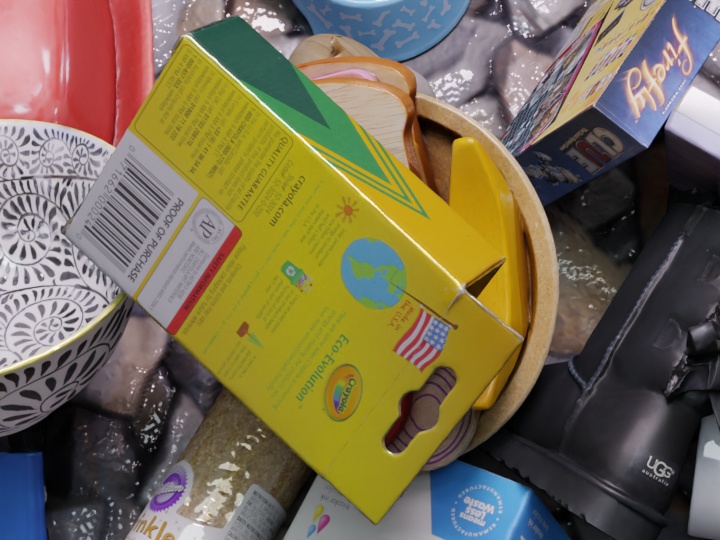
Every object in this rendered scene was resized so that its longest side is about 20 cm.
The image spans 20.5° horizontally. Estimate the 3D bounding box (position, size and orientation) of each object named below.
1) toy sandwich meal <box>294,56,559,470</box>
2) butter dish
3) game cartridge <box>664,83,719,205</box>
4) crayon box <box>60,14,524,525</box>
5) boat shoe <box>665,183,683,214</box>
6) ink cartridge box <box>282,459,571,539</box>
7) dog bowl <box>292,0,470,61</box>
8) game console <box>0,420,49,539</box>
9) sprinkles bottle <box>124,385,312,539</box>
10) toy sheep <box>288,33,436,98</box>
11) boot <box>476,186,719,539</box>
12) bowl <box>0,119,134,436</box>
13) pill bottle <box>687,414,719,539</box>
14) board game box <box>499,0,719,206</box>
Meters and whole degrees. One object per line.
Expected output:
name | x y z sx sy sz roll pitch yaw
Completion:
toy sandwich meal | 0.000 0.000 0.940 0.203 0.070 0.208 3 98 22
butter dish | -0.222 -0.122 1.098 0.197 0.148 0.202 -6 67 6
game cartridge | 0.233 -0.014 0.933 0.199 0.130 0.039 31 92 13
crayon box | -0.026 0.000 0.889 0.200 0.051 0.127 43 121 9
boat shoe | 0.258 -0.028 1.035 0.198 0.071 0.064 5 69 11
ink cartridge box | 0.004 0.188 0.966 0.115 0.067 0.201 17 69 32
dog bowl | -0.026 -0.203 1.158 0.199 0.050 0.112 32 75 19
game console | -0.256 0.104 1.078 0.198 0.119 0.171 -1 36 6
sprinkles bottle | -0.078 0.130 1.015 0.068 0.068 0.201 27 74 17
toy sheep | -0.007 -0.035 1.045 0.136 0.138 0.202 -11 69 3
boot | 0.127 0.036 0.966 0.163 0.073 0.198 -59 27 -2
bowl | -0.193 0.021 0.997 0.198 0.095 0.202 -5 41 4
pill bottle | 0.262 0.101 0.957 0.198 0.112 0.113 7 68 10
board game box | 0.131 -0.103 1.016 0.034 0.200 0.136 37 75 -6
